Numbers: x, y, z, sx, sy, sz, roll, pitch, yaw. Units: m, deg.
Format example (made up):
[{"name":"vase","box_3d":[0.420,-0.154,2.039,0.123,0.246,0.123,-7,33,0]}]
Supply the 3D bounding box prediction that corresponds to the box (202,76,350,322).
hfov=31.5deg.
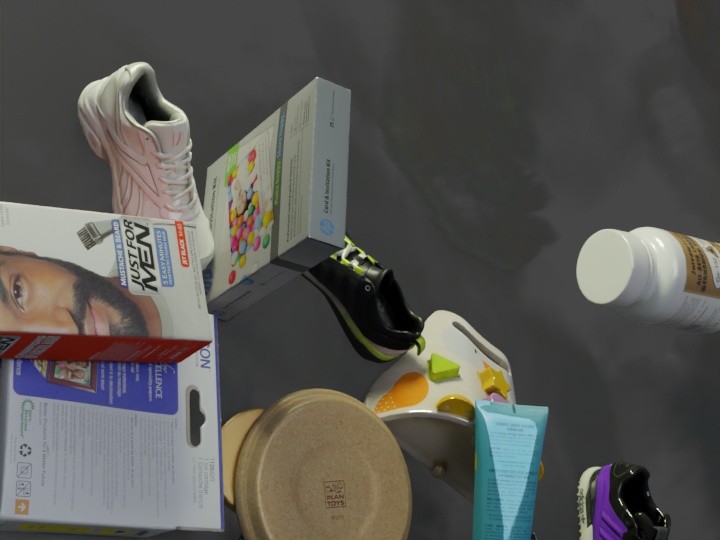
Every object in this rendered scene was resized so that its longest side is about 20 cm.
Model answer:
[{"name":"box","box_3d":[-0.081,-0.059,1.144,0.041,0.199,0.158,17,61,-29]}]

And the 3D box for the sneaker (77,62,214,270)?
[{"name":"sneaker","box_3d":[-0.182,-0.094,1.144,0.078,0.099,0.201,-29,91,-42]}]

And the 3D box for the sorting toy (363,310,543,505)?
[{"name":"sorting toy","box_3d":[0.113,0.131,1.312,0.200,0.107,0.181,39,34,-20]}]

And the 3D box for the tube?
[{"name":"tube","box_3d":[0.136,0.227,1.206,0.077,0.050,0.203,7,86,-24]}]

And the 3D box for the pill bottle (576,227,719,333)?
[{"name":"pill bottle","box_3d":[0.360,0.009,1.535,0.198,0.114,0.116,10,66,-36]}]

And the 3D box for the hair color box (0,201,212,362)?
[{"name":"hair color box","box_3d":[-0.225,0.013,1.039,0.198,0.064,0.112,4,66,-37]}]

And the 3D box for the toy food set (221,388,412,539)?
[{"name":"toy food set","box_3d":[-0.036,0.209,1.168,0.199,0.048,0.200,-16,85,-38]}]

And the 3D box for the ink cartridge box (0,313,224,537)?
[{"name":"ink cartridge box","box_3d":[-0.212,0.120,1.070,0.198,0.047,0.200,14,62,-37]}]

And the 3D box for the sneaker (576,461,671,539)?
[{"name":"sneaker","box_3d":[0.290,0.301,1.365,0.069,0.099,0.202,9,66,-34]}]

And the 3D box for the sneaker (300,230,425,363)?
[{"name":"sneaker","box_3d":[0.000,0.000,1.265,0.201,0.083,0.072,53,48,-8]}]

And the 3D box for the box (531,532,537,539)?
[{"name":"box","box_3d":[0.126,0.377,1.238,0.192,0.047,0.202,-9,77,-43]}]
